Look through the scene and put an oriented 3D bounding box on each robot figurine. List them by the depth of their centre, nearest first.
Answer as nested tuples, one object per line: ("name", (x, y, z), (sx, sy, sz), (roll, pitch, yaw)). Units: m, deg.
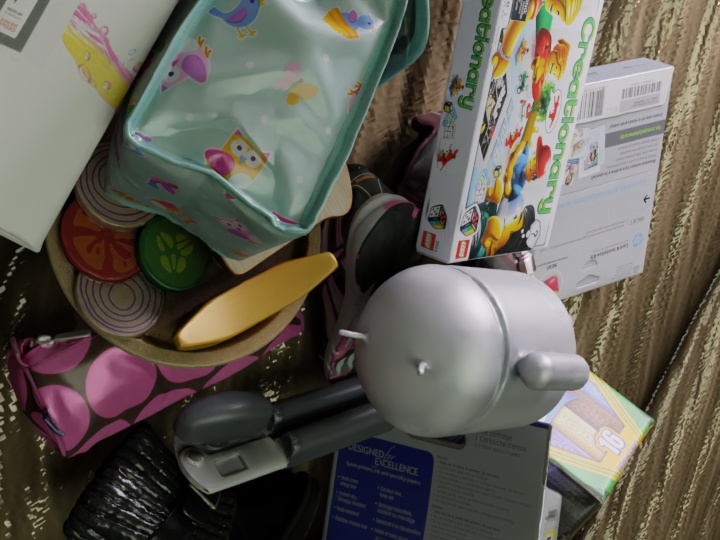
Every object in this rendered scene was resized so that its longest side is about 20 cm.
("robot figurine", (0.073, 0.055, 0.737), (0.199, 0.168, 0.115), (4, 92, -51))

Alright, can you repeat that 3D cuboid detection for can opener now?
("can opener", (-0.048, 0.113, 0.782), (0.198, 0.053, 0.067), (-9, 141, -42))

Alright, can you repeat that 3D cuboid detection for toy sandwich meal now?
("toy sandwich meal", (-0.096, -0.037, 0.670), (0.203, 0.070, 0.208), (5, 78, -25))

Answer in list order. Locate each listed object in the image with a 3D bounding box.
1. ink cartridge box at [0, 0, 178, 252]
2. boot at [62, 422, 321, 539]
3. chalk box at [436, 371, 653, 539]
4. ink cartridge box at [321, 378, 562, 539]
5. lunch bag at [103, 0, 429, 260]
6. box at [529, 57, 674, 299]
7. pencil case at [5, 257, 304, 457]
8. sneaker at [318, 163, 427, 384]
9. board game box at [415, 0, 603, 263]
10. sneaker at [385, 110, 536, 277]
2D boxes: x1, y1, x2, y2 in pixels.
("ink cartridge box", (-0.183, -0.137, 0.518), (0.144, 0.147, 0.202), (32, 84, -28))
("boot", (-0.118, 0.174, 0.798), (0.157, 0.211, 0.080), (35, 103, -1))
("chalk box", (0.118, 0.131, 0.896), (0.124, 0.199, 0.125), (-35, 159, -47))
("ink cartridge box", (0.060, 0.202, 0.846), (0.047, 0.196, 0.203), (10, 89, -55))
("lunch bag", (-0.047, -0.117, 0.574), (0.121, 0.170, 0.202), (29, 77, -14))
("box", (0.200, -0.077, 0.947), (0.154, 0.041, 0.203), (-16, 120, -30))
("pencil case", (-0.136, 0.046, 0.723), (0.199, 0.090, 0.095), (-28, 124, -26))
("sneaker", (0.000, 0.000, 0.813), (0.079, 0.087, 0.201), (-14, 141, -27))
("board game box", (0.106, -0.110, 0.740), (0.125, 0.034, 0.203), (-9, 115, -47))
("sneaker", (0.071, -0.031, 0.841), (0.114, 0.075, 0.203), (-8, 93, -24))
